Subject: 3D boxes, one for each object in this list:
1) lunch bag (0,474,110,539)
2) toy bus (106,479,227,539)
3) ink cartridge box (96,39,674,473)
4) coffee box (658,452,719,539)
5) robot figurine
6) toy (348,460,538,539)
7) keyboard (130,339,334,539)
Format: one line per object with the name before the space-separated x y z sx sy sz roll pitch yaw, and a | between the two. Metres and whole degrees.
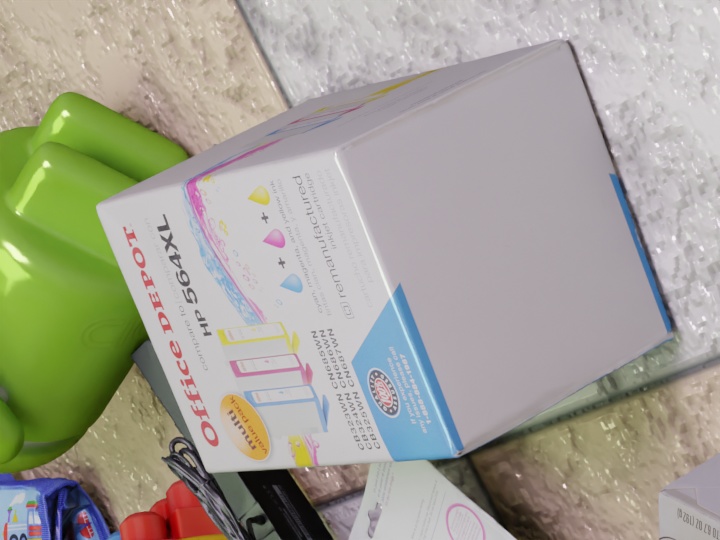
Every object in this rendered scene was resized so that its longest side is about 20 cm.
lunch bag | -0.176 0.196 1.602 0.151 0.094 0.200 -11 91 55
toy bus | -0.074 0.187 1.411 0.200 0.136 0.192 137 129 -59
ink cartridge box | 0.000 0.000 1.191 0.200 0.125 0.129 -10 104 54
coffee box | 0.178 0.171 1.114 0.113 0.080 0.200 26 131 42
robot figurine | -0.156 0.014 1.387 0.116 0.176 0.200 26 126 -12
toy | 0.078 0.156 1.263 0.200 0.047 0.115 44 139 29
keyboard | -0.045 0.116 1.341 0.021 0.127 0.200 -39 74 12
